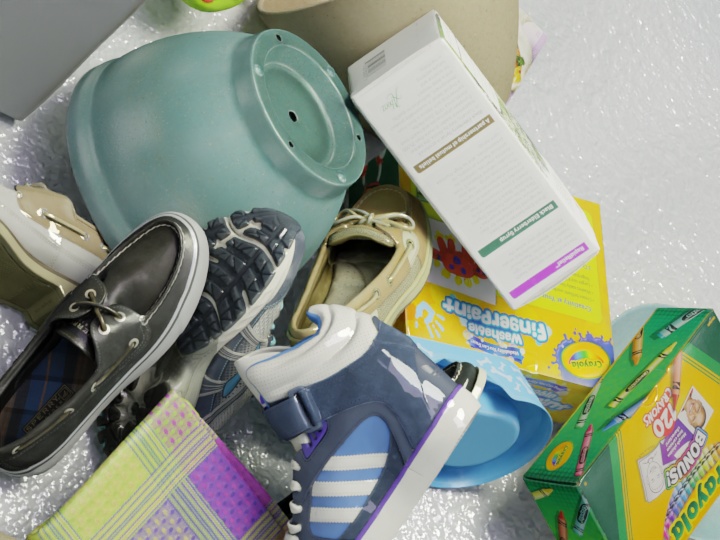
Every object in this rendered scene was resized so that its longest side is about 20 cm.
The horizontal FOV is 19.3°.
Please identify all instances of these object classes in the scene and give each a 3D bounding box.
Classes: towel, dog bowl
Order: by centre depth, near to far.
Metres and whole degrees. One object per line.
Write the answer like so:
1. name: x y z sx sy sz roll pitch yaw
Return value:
1. towel: -0.108 0.191 1.343 0.144 0.023 0.200 -47 117 -23
2. dog bowl: 0.043 0.098 1.507 0.200 0.111 0.050 14 44 -32

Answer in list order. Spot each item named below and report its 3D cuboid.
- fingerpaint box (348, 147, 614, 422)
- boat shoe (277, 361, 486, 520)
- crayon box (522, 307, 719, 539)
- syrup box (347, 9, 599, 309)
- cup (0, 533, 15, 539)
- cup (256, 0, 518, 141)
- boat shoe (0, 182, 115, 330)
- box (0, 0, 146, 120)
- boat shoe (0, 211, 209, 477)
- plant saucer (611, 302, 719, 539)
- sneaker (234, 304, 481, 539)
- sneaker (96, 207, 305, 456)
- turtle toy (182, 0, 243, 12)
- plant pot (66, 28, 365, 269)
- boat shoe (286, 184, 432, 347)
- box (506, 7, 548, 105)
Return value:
1. fingerpaint box: 0.091 0.012 1.607 0.200 0.073 0.167 14 59 -32
2. boat shoe: 0.000 0.126 1.422 0.066 0.199 0.075 41 11 -8
3. crayon box: 0.216 0.135 1.579 0.200 0.058 0.119 -47 121 -32
4. syrup box: 0.080 -0.078 1.500 0.200 0.081 0.079 53 12 -19
5. cup: -0.232 0.224 1.191 0.200 0.143 0.201 17 60 -31
6. cup: 0.040 -0.177 1.601 0.200 0.200 0.143 -43 116 -42
7. boat shoe: -0.223 -0.020 1.382 0.200 0.075 0.068 41 47 -29
8. box: -0.231 -0.250 1.398 0.171 0.200 0.199 27 53 -23
9. boat shoe: -0.168 0.045 1.326 0.069 0.057 0.200 36 87 19
10. plant saucer: 0.251 0.126 1.700 0.201 0.039 0.201 18 58 -30
11. sneaker: -0.032 0.119 1.352 0.146 0.200 0.081 35 10 5
12. sneaker: -0.093 0.044 1.387 0.086 0.200 0.078 15 28 -49
13. turtle toy: -0.109 -0.272 1.571 0.146 0.101 0.200 23 56 -28
14. plant pot: -0.082 -0.082 1.439 0.200 0.134 0.201 37 38 -36
15. boat shoe: -0.003 0.000 1.460 0.201 0.073 0.063 -62 146 -42
16. box: 0.093 -0.137 1.705 0.039 0.041 0.200 43 50 -12
